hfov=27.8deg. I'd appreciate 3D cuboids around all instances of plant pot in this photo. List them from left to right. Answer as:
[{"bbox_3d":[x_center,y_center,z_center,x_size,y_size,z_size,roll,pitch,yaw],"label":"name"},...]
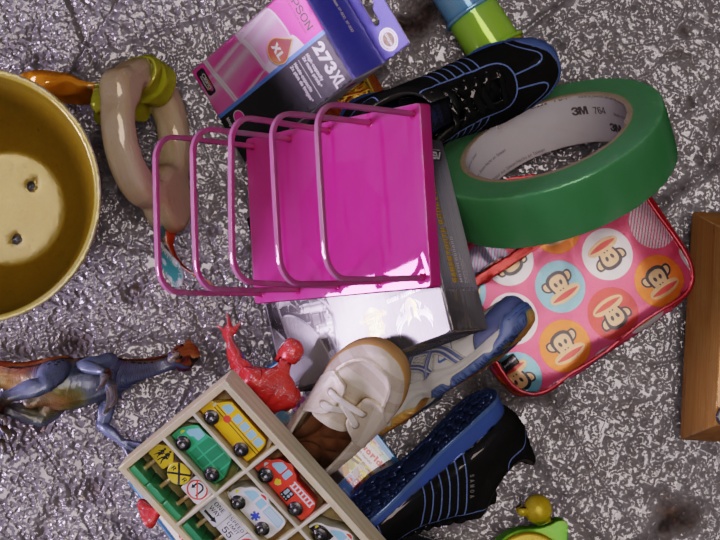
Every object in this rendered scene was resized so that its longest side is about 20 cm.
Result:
[{"bbox_3d":[-0.305,-0.057,1.213,0.197,0.142,0.203,0,88,-2],"label":"plant pot"}]

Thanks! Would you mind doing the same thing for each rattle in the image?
[{"bbox_3d":[-0.212,-0.075,1.248,0.141,0.130,0.202,-9,108,3],"label":"rattle"}]

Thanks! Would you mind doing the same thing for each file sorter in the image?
[{"bbox_3d":[-0.055,-0.050,1.131,0.125,0.199,0.141,0,86,-46],"label":"file sorter"}]

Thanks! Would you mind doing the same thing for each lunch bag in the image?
[{"bbox_3d":[0.171,-0.006,1.265,0.199,0.082,0.177,-33,85,-2],"label":"lunch bag"}]

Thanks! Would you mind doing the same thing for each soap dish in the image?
[{"bbox_3d":[0.364,0.052,1.266,0.155,0.081,0.203,3,89,-2],"label":"soap dish"}]

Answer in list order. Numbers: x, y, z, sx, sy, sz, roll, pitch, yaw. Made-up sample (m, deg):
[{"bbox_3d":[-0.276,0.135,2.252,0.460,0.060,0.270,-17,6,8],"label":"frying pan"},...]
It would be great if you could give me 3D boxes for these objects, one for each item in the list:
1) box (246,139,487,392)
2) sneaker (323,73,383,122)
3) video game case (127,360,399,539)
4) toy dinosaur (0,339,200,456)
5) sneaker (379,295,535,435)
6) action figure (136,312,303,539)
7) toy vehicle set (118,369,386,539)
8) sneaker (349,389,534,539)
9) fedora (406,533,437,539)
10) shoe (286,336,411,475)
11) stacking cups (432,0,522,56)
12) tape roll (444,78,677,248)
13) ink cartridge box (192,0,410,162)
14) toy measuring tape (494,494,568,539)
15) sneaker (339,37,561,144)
[{"bbox_3d":[0.000,0.000,1.198,0.048,0.199,0.160,-1,74,-46],"label":"box"},{"bbox_3d":[-0.020,-0.161,1.261,0.073,0.077,0.201,-33,91,-5],"label":"sneaker"},{"bbox_3d":[-0.083,0.177,1.276,0.199,0.018,0.144,-38,89,-3],"label":"video game case"},{"bbox_3d":[-0.235,0.085,1.241,0.181,0.105,0.200,-31,69,-27],"label":"toy dinosaur"},{"bbox_3d":[0.056,0.061,1.215,0.200,0.075,0.089,-36,79,37],"label":"sneaker"},{"bbox_3d":[-0.116,0.122,1.234,0.065,0.099,0.200,29,110,-31],"label":"action figure"},{"bbox_3d":[-0.084,0.193,1.180,0.124,0.027,0.200,-39,98,18],"label":"toy vehicle set"},{"bbox_3d":[0.062,0.193,1.242,0.199,0.070,0.078,-39,106,-6],"label":"sneaker"},{"bbox_3d":[0.019,0.320,1.236,0.198,0.092,0.203,0,87,-2],"label":"fedora"},{"bbox_3d":[-0.021,0.128,1.183,0.070,0.200,0.054,33,42,-4],"label":"shoe"},{"bbox_3d":[0.088,-0.243,1.283,0.060,0.061,0.201,-32,85,-3],"label":"stacking cups"},{"bbox_3d":[0.159,-0.091,1.204,0.199,0.201,0.049,-25,115,-3],"label":"tape roll"},{"bbox_3d":[-0.054,-0.178,1.219,0.199,0.037,0.095,-32,89,39],"label":"ink cartridge box"},{"bbox_3d":[0.140,0.294,1.256,0.073,0.074,0.203,3,88,-2],"label":"toy measuring tape"},{"bbox_3d":[0.077,-0.136,1.206,0.198,0.078,0.071,-21,108,1],"label":"sneaker"}]
